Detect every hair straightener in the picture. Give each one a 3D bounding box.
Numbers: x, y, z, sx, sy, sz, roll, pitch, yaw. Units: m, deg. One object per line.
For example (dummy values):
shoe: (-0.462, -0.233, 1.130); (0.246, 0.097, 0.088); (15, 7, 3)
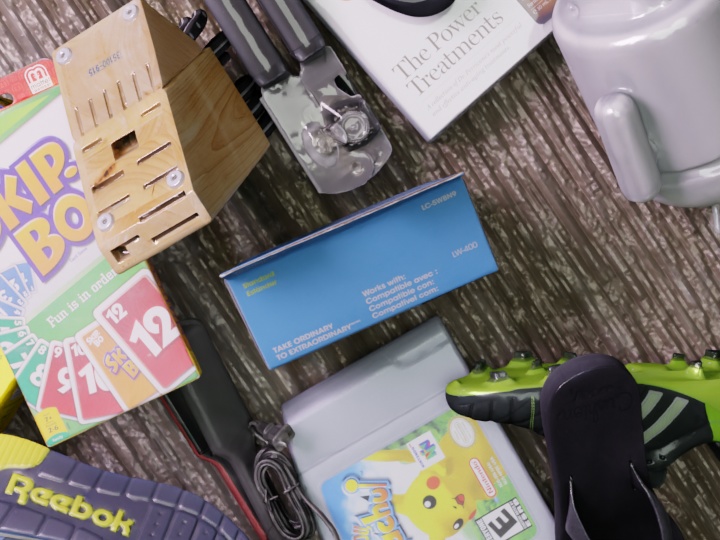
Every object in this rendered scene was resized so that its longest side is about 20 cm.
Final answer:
hair straightener: (-0.067, 0.119, 1.176); (0.041, 0.077, 0.200); (-27, 92, -33)

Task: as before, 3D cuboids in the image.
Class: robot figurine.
robot figurine: (0.185, -0.118, 1.135); (0.170, 0.113, 0.200); (-53, 129, -31)

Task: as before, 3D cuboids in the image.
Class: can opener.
can opener: (-0.050, -0.136, 1.163); (0.053, 0.067, 0.200); (-32, 100, -1)

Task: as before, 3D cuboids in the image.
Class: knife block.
knife block: (-0.093, -0.068, 1.109); (0.064, 0.176, 0.200); (-30, 57, 18)

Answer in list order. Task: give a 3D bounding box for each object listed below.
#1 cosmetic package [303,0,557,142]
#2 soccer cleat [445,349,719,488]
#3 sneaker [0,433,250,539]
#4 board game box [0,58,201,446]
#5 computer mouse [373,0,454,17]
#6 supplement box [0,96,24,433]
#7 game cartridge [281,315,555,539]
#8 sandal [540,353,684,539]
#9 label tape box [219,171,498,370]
cosmetic package: (0.067, -0.200, 1.181); (0.200, 0.052, 0.151); (-42, 89, 1)
soccer cleat: (0.148, 0.091, 1.173); (0.200, 0.068, 0.081); (1, 98, -15)
sneaker: (-0.142, 0.160, 1.106); (0.200, 0.082, 0.074); (24, 56, 7)
board game box: (-0.173, -0.011, 1.088); (0.095, 0.030, 0.200); (-25, 92, -1)
computer mouse: (-0.020, -0.221, 1.145); (0.200, 0.034, 0.059); (45, 83, 7)
supplement box: (-0.224, 0.007, 1.155); (0.109, 0.110, 0.200); (32, 91, -2)
game cartridge: (0.041, 0.146, 1.201); (0.133, 0.040, 0.200); (-30, 92, 4)
sandal: (0.149, 0.143, 1.144); (0.076, 0.043, 0.200); (-23, 119, -4)
label tape box: (0.000, 0.000, 1.112); (0.144, 0.200, 0.063); (-23, 92, 0)
